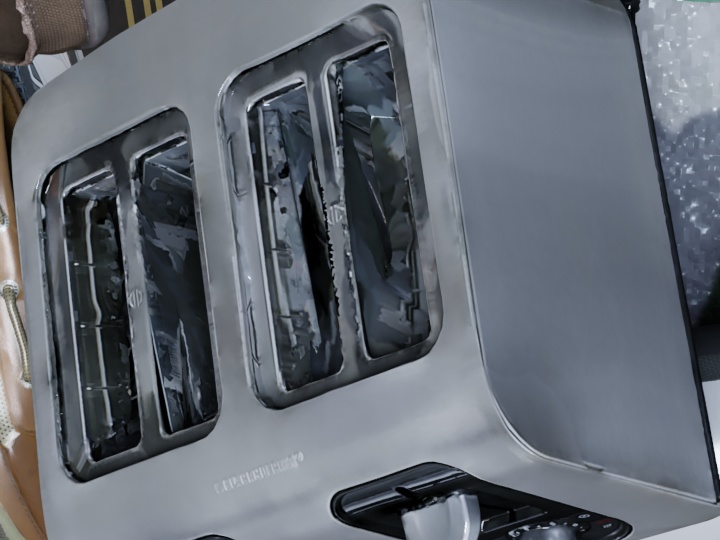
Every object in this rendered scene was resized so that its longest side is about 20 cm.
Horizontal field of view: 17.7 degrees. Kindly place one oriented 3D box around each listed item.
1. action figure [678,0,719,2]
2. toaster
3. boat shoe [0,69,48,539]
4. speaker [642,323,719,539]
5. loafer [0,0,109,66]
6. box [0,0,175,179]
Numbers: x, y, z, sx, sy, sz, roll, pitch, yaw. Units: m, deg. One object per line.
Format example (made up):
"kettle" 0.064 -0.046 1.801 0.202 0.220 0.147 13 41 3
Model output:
"action figure" 0.083 -0.191 0.726 0.118 0.055 0.200 10 107 17
"toaster" 0.000 0.000 0.696 0.181 0.119 0.200 -21 68 36
"boat shoe" -0.116 0.023 0.813 0.074 0.076 0.200 -21 105 9
"speaker" 0.175 0.050 0.744 0.200 0.081 0.081 -7 109 4
"loafer" -0.156 -0.099 0.739 0.200 0.071 0.073 17 132 45
"box" -0.101 -0.096 0.830 0.200 0.050 0.158 0 110 20
